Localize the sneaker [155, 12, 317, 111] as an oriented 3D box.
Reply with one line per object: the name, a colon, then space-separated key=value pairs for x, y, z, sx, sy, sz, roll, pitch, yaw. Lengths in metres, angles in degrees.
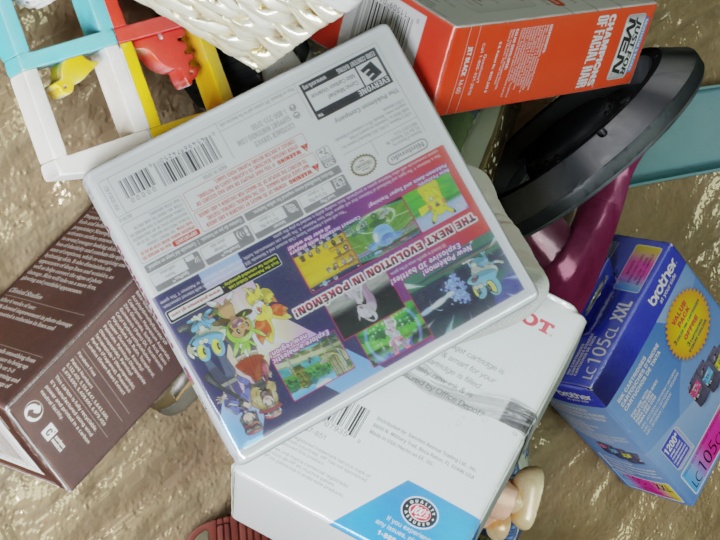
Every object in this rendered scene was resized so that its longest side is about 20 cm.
sneaker: x=-0.062 y=-0.128 z=1.219 sx=0.089 sy=0.074 sz=0.201 roll=-47 pitch=123 yaw=-51

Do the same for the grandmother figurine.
grandmother figurine: x=0.013 y=0.135 z=1.298 sx=0.199 sy=0.121 sz=0.061 roll=16 pitch=56 yaw=-22

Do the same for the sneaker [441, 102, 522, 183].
sneaker: x=0.056 y=-0.107 z=1.319 sx=0.200 sy=0.089 sz=0.067 roll=-67 pitch=164 yaw=-50

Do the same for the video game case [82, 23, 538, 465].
video game case: x=-0.026 y=-0.018 z=1.103 sx=0.200 sy=0.023 sz=0.183 roll=-28 pitch=86 yaw=-17

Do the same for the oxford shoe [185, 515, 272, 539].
oxford shoe: x=-0.030 y=0.203 z=1.296 sx=0.199 sy=0.075 sz=0.071 roll=11 pitch=66 yaw=-23

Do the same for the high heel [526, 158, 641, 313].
high heel: x=0.179 y=-0.056 z=1.429 sx=0.200 sy=0.067 sz=0.096 roll=-43 pitch=115 yaw=-22

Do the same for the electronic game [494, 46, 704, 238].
electronic game: x=0.148 y=-0.083 z=1.327 sx=0.042 sy=0.200 sz=0.200 roll=49 pitch=63 yaw=-12

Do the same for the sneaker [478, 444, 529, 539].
sneaker: x=0.103 y=0.109 z=1.398 sx=0.088 sy=0.075 sz=0.201 roll=-23 pitch=118 yaw=-49

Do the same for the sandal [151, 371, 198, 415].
sandal: x=-0.051 y=0.026 z=1.230 sx=0.055 sy=0.082 sz=0.200 roll=47 pitch=66 yaw=-10

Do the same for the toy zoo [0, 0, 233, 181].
toy zoo: x=-0.146 y=-0.134 z=1.126 sx=0.131 sy=0.020 sz=0.201 roll=-22 pitch=94 yaw=-38

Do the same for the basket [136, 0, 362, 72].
basket: x=-0.086 y=-0.222 z=1.085 sx=0.200 sy=0.123 sz=0.136 roll=30 pitch=59 yaw=-18

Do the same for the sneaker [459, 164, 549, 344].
sneaker: x=0.000 y=0.000 z=1.181 sx=0.199 sy=0.116 sz=0.074 roll=-16 pitch=141 yaw=-9

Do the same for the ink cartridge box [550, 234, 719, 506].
ink cartridge box: x=0.209 y=0.066 z=1.488 sx=0.200 sy=0.076 sz=0.137 roll=45 pitch=67 yaw=-36

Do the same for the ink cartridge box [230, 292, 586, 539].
ink cartridge box: x=0.030 y=0.090 z=1.214 sx=0.200 sy=0.145 sz=0.084 roll=-59 pitch=169 yaw=-26

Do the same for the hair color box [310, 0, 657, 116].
hair color box: x=0.079 y=-0.156 z=1.227 sx=0.200 sy=0.111 sz=0.064 roll=-14 pitch=130 yaw=-44

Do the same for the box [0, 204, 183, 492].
box: x=-0.147 y=0.026 z=1.138 sx=0.200 sy=0.100 sz=0.075 roll=-49 pitch=126 yaw=-24

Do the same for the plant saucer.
plant saucer: x=0.255 y=-0.108 z=1.539 sx=0.200 sy=0.019 sz=0.070 roll=-12 pitch=104 yaw=-41
